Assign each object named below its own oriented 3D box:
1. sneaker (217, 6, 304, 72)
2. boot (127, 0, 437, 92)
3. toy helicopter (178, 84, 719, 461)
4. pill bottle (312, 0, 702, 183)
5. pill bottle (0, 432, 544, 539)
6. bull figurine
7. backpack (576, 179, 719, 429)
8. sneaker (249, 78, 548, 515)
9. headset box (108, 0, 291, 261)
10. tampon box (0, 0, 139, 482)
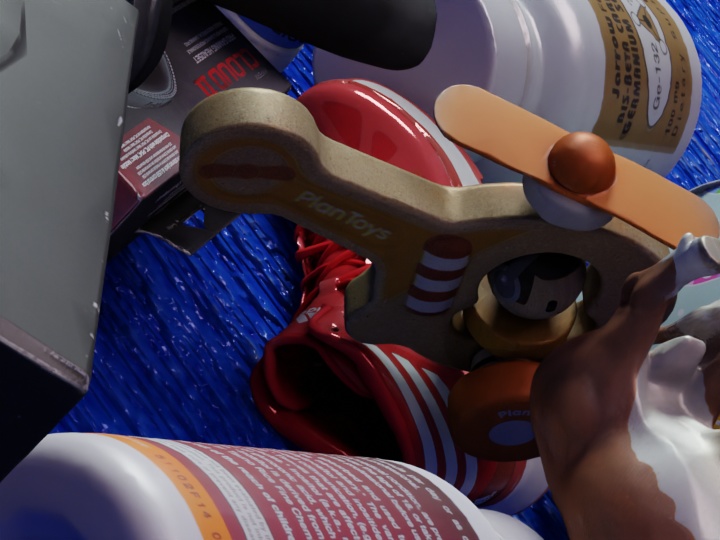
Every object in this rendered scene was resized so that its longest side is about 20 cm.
[{"bbox_3d":[-0.062,-0.194,1.059,0.077,0.111,0.200,-3,55,-56],"label":"sneaker"},{"bbox_3d":[-0.048,-0.103,0.854,0.200,0.066,0.165,21,37,-49],"label":"boot"},{"bbox_3d":[0.029,-0.016,0.821,0.199,0.132,0.079,24,49,-33],"label":"toy helicopter"},{"bbox_3d":[0.066,-0.087,1.084,0.115,0.114,0.200,56,24,18],"label":"pill bottle"},{"bbox_3d":[-0.024,0.109,0.708,0.200,0.113,0.113,9,45,-49],"label":"pill bottle"},{"bbox_3d":[0.110,0.089,0.751,0.065,0.121,0.201,11,45,-40],"label":"bull figurine"},{"bbox_3d":[0.163,0.050,0.991,0.153,0.176,0.200,38,24,-25],"label":"backpack"},{"bbox_3d":[0.000,0.000,0.929,0.115,0.078,0.200,10,43,-51],"label":"sneaker"},{"bbox_3d":[-0.124,-0.081,0.857,0.200,0.077,0.149,46,27,0],"label":"headset box"},{"bbox_3d":[-0.162,0.008,0.548,0.126,0.200,0.150,34,29,-24],"label":"tampon box"}]
